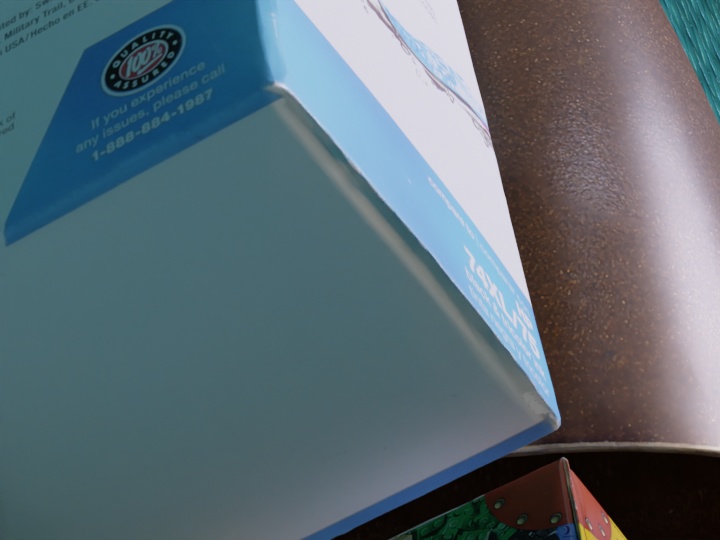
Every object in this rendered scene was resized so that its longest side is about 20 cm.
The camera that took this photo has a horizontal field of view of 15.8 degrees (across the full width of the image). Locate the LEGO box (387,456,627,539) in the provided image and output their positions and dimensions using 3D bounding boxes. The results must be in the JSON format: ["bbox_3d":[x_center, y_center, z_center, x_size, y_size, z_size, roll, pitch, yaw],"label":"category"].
[{"bbox_3d":[0.040,0.164,0.684,0.200,0.149,0.077,53,19,-35],"label":"LEGO box"}]

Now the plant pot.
[{"bbox_3d":[0.049,-0.010,0.834,0.187,0.187,0.200,36,45,-59],"label":"plant pot"}]

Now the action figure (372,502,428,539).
[{"bbox_3d":[0.056,0.149,0.940,0.200,0.055,0.118,54,20,-28],"label":"action figure"}]

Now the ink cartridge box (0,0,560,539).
[{"bbox_3d":[-0.055,-0.038,0.707,0.146,0.147,0.200,49,22,-40],"label":"ink cartridge box"}]
